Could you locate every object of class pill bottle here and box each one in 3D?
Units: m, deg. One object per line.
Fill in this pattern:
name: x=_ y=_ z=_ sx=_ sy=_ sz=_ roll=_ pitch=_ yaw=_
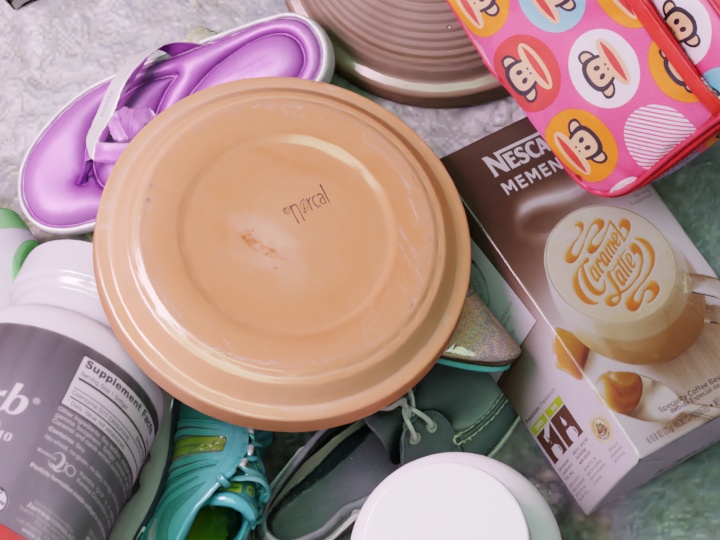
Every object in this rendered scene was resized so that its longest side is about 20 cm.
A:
pill bottle: x=-0.172 y=0.090 z=1.516 sx=0.116 sy=0.116 sz=0.200 roll=16 pitch=57 yaw=10
pill bottle: x=0.054 y=0.158 z=1.523 sx=0.113 sy=0.200 sz=0.113 roll=-2 pitch=77 yaw=6

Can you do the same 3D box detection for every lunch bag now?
lunch bag: x=0.141 y=-0.155 z=1.523 sx=0.176 sy=0.082 sz=0.200 roll=-38 pitch=85 yaw=43

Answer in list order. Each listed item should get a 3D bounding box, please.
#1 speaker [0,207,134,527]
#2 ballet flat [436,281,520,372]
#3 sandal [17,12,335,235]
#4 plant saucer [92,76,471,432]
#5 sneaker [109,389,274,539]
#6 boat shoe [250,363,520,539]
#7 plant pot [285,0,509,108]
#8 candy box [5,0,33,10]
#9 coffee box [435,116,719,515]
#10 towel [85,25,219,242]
speaker: x=-0.195 y=0.068 z=1.634 sx=0.088 sy=0.088 sz=0.200 roll=-23 pitch=75 yaw=2
ballet flat: x=0.000 y=0.000 z=1.572 sx=0.200 sy=0.068 sz=0.067 roll=16 pitch=107 yaw=27
sandal: x=-0.113 y=-0.094 z=1.646 sx=0.203 sy=0.050 sz=0.082 roll=-31 pitch=70 yaw=3
plant saucer: x=-0.040 y=-0.014 z=1.513 sx=0.200 sy=0.032 sz=0.200 roll=3 pitch=66 yaw=-7
sneaker: x=-0.074 y=0.114 z=1.585 sx=0.080 sy=0.078 sz=0.200 roll=-2 pitch=64 yaw=50
boat shoe: x=0.021 y=0.096 z=1.612 sx=0.200 sy=0.062 sz=0.073 roll=-39 pitch=76 yaw=-3
plant pot: x=0.046 y=-0.202 z=1.664 sx=0.201 sy=0.093 sz=0.201 roll=-2 pitch=76 yaw=6
candy box: x=-0.153 y=-0.264 z=1.719 sx=0.200 sy=0.061 sz=0.136 roll=-28 pitch=76 yaw=1
coffee box: x=0.124 y=0.016 z=1.590 sx=0.114 sy=0.080 sz=0.200 roll=-27 pitch=74 yaw=-29
towel: x=-0.057 y=-0.039 z=1.667 sx=0.200 sy=0.036 sz=0.148 roll=32 pitch=84 yaw=13
